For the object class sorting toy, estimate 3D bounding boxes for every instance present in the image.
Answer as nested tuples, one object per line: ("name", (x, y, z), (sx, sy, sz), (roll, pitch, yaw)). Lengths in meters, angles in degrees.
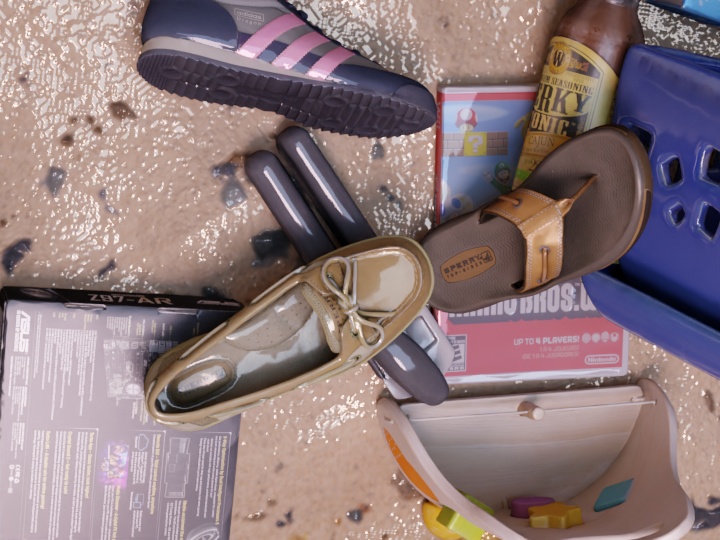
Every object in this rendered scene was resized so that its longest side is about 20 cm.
("sorting toy", (0.127, 0.146, 1.269), (0.198, 0.180, 0.108), (-3, 102, -14))

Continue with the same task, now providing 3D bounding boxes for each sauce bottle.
("sauce bottle", (0.147, -0.122, 1.265), (0.064, 0.065, 0.202), (11, 96, -17))

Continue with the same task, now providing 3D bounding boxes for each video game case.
("video game case", (0.118, -0.025, 1.317), (0.141, 0.017, 0.202), (-2, 101, -15))

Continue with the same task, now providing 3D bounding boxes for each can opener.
("can opener", (0.000, 0.000, 1.261), (0.053, 0.067, 0.201), (-36, 107, -10))

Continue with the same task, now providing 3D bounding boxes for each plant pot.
("plant pot", (0.269, -0.025, 1.241), (0.199, 0.199, 0.182), (3, 110, -44))

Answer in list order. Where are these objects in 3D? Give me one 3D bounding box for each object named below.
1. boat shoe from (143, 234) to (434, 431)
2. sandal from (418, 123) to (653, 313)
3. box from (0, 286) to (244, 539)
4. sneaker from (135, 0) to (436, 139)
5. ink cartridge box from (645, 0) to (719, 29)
("boat shoe", (-0.043, 0.041, 1.206), (0.199, 0.063, 0.074), (-24, 93, -4))
("sandal", (0.100, -0.024, 1.224), (0.054, 0.199, 0.082), (-20, 87, -52))
("box", (-0.160, 0.116, 1.255), (0.158, 0.044, 0.202), (2, 100, -16))
("sneaker", (-0.040, -0.141, 1.225), (0.198, 0.070, 0.083), (14, 66, -22))
("ink cartridge box", (0.306, -0.202, 1.307), (0.198, 0.068, 0.116), (17, 96, -17))
